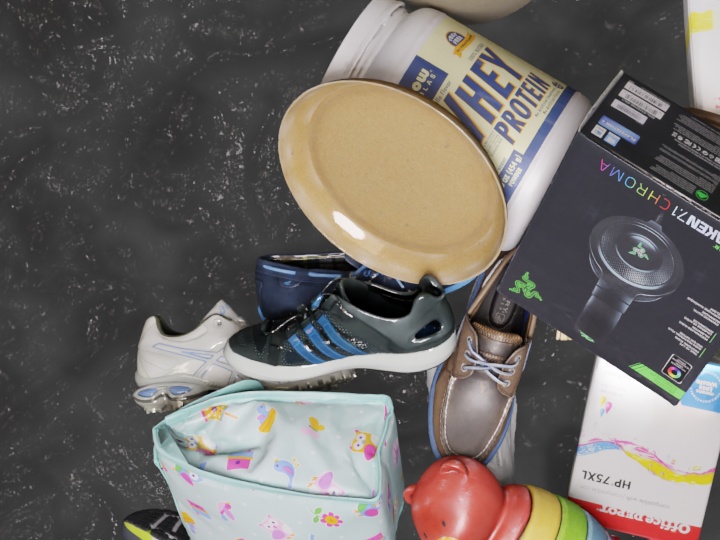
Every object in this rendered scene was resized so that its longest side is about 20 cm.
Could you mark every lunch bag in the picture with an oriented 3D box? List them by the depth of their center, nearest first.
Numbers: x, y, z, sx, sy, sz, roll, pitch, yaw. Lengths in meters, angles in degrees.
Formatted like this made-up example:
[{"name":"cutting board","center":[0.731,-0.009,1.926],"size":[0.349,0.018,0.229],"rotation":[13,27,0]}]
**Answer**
[{"name":"lunch bag","center":[-0.067,0.182,1.269],"size":[0.198,0.171,0.123],"rotation":[2,53,10]}]

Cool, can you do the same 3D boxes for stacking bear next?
[{"name":"stacking bear","center":[0.126,0.223,1.206],"size":[0.199,0.114,0.121],"rotation":[36,143,-15]}]

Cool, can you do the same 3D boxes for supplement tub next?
[{"name":"supplement tub","center":[0.073,-0.123,1.230],"size":[0.199,0.145,0.146],"rotation":[31,101,5]}]

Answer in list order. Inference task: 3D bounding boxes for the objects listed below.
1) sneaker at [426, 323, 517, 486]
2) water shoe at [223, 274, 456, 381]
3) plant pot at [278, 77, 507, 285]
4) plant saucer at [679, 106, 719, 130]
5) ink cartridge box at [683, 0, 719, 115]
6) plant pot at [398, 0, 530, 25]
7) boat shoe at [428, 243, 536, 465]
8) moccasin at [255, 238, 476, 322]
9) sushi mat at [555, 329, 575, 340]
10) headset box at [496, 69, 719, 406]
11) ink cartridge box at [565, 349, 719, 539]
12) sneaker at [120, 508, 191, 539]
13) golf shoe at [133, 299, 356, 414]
[{"name":"sneaker","center":[0.098,0.145,1.290],"size":[0.076,0.080,0.202],"rotation":[-12,93,13]},{"name":"water shoe","center":[-0.020,0.039,1.240],"size":[0.198,0.072,0.079],"rotation":[-4,119,12]},{"name":"plant pot","center":[0.028,-0.072,1.176],"size":[0.199,0.028,0.201],"rotation":[21,140,19]},{"name":"plant saucer","center":[0.261,-0.037,1.195],"size":[0.199,0.030,0.201],"rotation":[20,136,21]},{"name":"ink cartridge box","center":[0.329,-0.204,1.191],"size":[0.144,0.083,0.202],"rotation":[-3,86,9]},{"name":"plant pot","center":[0.071,-0.293,1.183],"size":[0.186,0.200,0.189],"rotation":[1,97,10]},{"name":"boat shoe","center":[0.103,0.067,1.243],"size":[0.072,0.072,0.201],"rotation":[15,72,1]},{"name":"moccasin","center":[0.000,0.000,1.288],"size":[0.198,0.081,0.069],"rotation":[-12,102,10]},{"name":"sushi mat","center":[0.223,-0.035,1.280],"size":[0.095,0.012,0.202],"rotation":[6,98,9]},{"name":"headset box","center":[0.219,-0.018,1.152],"size":[0.174,0.093,0.201],"rotation":[33,139,9]},{"name":"ink cartridge box","center":[0.240,0.157,1.267],"size":[0.115,0.067,0.202],"rotation":[11,103,9]},{"name":"sneaker","center":[-0.141,0.293,1.355],"size":[0.200,0.074,0.081],"rotation":[38,105,6]},{"name":"golf shoe","center":[-0.104,0.072,1.323],"size":[0.198,0.078,0.098],"rotation":[-4,83,5]}]
